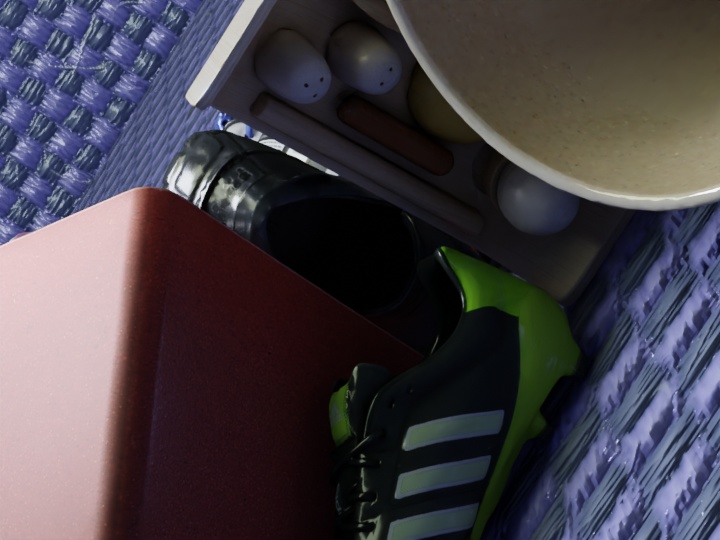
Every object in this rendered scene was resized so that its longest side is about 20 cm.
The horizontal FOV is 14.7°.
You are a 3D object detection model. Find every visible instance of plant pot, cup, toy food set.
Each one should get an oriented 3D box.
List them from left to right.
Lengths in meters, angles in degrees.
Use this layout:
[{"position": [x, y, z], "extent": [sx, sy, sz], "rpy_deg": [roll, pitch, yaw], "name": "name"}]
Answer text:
[{"position": [-0.093, 0.113, 1.100], "extent": [0.199, 0.200, 0.177], "rpy_deg": [-20, 52, 35], "name": "plant pot"}, {"position": [0.046, -0.084, 1.069], "extent": [0.144, 0.199, 0.060], "rpy_deg": [-57, 37, 7], "name": "toy food set"}, {"position": [0.119, -0.141, 0.976], "extent": [0.143, 0.201, 0.200], "rpy_deg": [-33, -9, -43], "name": "cup"}]

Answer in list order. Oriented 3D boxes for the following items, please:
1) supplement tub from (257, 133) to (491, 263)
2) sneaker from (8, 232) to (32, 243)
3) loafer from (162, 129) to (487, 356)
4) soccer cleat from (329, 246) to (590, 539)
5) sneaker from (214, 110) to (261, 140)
[{"position": [-0.003, -0.014, 1.281], "extent": [0.201, 0.122, 0.122], "rpy_deg": [-62, 11, -13], "name": "supplement tub"}, {"position": [-0.127, 0.042, 1.277], "extent": [0.200, 0.080, 0.089], "rpy_deg": [-119, 35, -77], "name": "sneaker"}, {"position": [0.000, 0.000, 1.143], "extent": [0.070, 0.200, 0.068], "rpy_deg": [27, 91, 42], "name": "loafer"}, {"position": [0.014, 0.085, 1.047], "extent": [0.201, 0.081, 0.067], "rpy_deg": [-64, 12, -23], "name": "soccer cleat"}, {"position": [-0.014, -0.074, 1.500], "extent": [0.199, 0.115, 0.081], "rpy_deg": [-43, 20, 51], "name": "sneaker"}]
